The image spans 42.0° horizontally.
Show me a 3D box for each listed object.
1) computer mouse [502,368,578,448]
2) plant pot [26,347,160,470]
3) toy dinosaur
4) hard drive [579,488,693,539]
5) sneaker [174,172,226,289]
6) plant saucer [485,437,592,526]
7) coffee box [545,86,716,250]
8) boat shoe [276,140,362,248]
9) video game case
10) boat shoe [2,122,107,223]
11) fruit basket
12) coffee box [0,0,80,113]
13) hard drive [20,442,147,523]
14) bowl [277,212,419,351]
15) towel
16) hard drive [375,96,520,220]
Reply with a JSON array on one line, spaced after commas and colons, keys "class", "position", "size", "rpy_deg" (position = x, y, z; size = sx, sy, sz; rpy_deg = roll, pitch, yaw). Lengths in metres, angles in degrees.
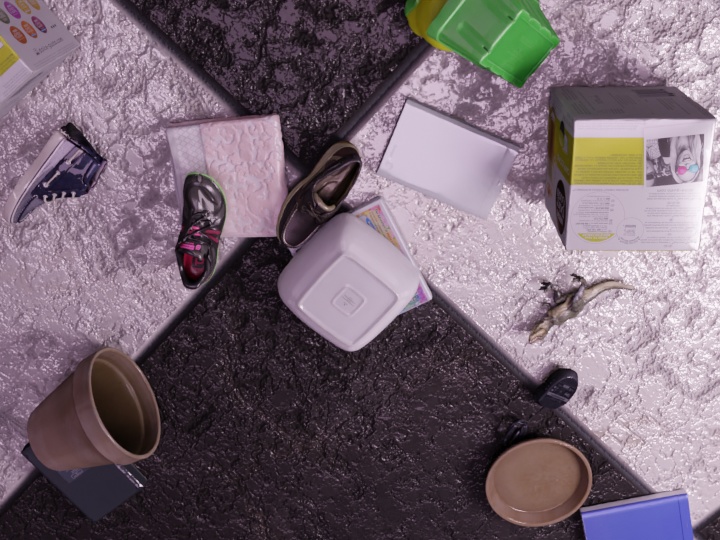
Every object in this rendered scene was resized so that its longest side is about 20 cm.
[{"class": "computer mouse", "position": [0.317, 0.245, 1.680], "size": [0.058, 0.034, 0.201], "rpy_deg": [24, 118, -28]}, {"class": "plant pot", "position": [-0.472, 0.261, 1.625], "size": [0.172, 0.201, 0.202], "rpy_deg": [-26, 109, 14]}, {"class": "toy dinosaur", "position": [0.356, 0.047, 1.585], "size": [0.198, 0.048, 0.088], "rpy_deg": [-31, 123, 13]}, {"class": "hard drive", "position": [0.522, 0.489, 1.770], "size": [0.196, 0.025, 0.134], "rpy_deg": [-12, 112, 7]}, {"class": "sneaker", "position": [-0.258, -0.060, 1.514], "size": [0.075, 0.084, 0.203], "rpy_deg": [5, 115, 0]}, {"class": "plant saucer", "position": [0.325, 0.385, 1.726], "size": [0.196, 0.030, 0.203], "rpy_deg": [0, 117, -1]}, {"class": "coffee box", "position": [0.392, -0.155, 1.407], "size": [0.196, 0.200, 0.201], "rpy_deg": [0, 113, 2]}, {"class": "boat shoe", "position": [-0.068, -0.116, 1.510], "size": [0.073, 0.065, 0.201], "rpy_deg": [27, 106, -27]}, {"class": "video game case", "position": [0.000, 0.000, 1.592], "size": [0.180, 0.024, 0.202], "rpy_deg": [-25, 108, 12]}, {"class": "boat shoe", "position": [-0.496, -0.134, 1.527], "size": [0.092, 0.075, 0.201], "rpy_deg": [39, 108, -5]}, {"class": "fruit basket", "position": [0.164, -0.371, 1.366], "size": [0.215, 0.216, 0.156], "rpy_deg": [37, 109, -13]}, {"class": "coffee box", "position": [-0.578, -0.331, 1.383], "size": [0.199, 0.200, 0.198], "rpy_deg": [-35, 107, 17]}, {"class": "hard drive", "position": [-0.517, 0.369, 1.760], "size": [0.139, 0.033, 0.201], "rpy_deg": [-36, 106, 15]}, {"class": "bowl", "position": [-0.019, 0.034, 1.546], "size": [0.199, 0.075, 0.200], "rpy_deg": [38, 111, -20]}, {"class": "towel", "position": [-0.213, -0.149, 1.534], "size": [0.187, 0.032, 0.203], "rpy_deg": [-4, 113, 4]}, {"class": "hard drive", "position": [0.140, -0.178, 1.511], "size": [0.197, 0.026, 0.133], "rpy_deg": [21, 112, -7]}]
